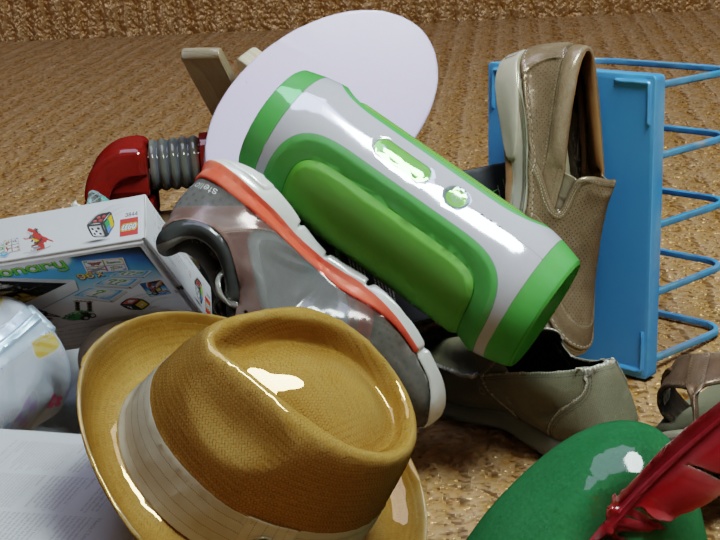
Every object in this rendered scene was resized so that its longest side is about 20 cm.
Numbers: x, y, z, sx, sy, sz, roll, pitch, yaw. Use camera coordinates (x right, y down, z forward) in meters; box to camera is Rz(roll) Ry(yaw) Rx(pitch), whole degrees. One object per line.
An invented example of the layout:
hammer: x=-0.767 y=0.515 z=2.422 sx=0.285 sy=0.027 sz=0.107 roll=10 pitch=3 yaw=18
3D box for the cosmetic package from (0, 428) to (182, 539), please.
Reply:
cosmetic package: x=-0.153 y=0.142 z=0.710 sx=0.148 sy=0.052 sz=0.200 roll=-1 pitch=17 yaw=13

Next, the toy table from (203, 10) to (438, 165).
toy table: x=-0.036 y=-0.109 z=1.113 sx=0.198 sy=0.186 sz=0.117 roll=-26 pitch=-5 yaw=-11

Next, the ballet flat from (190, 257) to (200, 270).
ballet flat: x=-0.125 y=-0.009 z=1.159 sx=0.198 sy=0.077 sz=0.067 roll=-15 pitch=15 yaw=-35

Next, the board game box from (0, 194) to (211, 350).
board game box: x=-0.206 y=0.011 z=0.904 sx=0.197 sy=0.035 sz=0.127 roll=-8 pitch=-28 yaw=10

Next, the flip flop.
flip flop: x=0.204 y=0.071 z=0.820 sx=0.080 sy=0.058 sz=0.199 roll=-12 pitch=5 yaw=35

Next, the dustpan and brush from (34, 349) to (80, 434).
dustpan and brush: x=-0.175 y=0.055 z=0.983 sx=0.138 sy=0.058 sz=0.200 roll=-10 pitch=18 yaw=-19

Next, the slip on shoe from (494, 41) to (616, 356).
slip on shoe: x=0.134 y=-0.047 z=0.924 sx=0.060 sy=0.203 sz=0.076 roll=-10 pitch=-9 yaw=37

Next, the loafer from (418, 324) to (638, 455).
loafer: x=0.100 y=0.061 z=0.894 sx=0.074 sy=0.071 sz=0.199 roll=-15 pitch=20 yaw=-34

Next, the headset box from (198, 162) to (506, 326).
headset box: x=0.000 y=0.000 z=0.986 sx=0.198 sy=0.094 sz=0.174 roll=-13 pitch=-3 yaw=-27

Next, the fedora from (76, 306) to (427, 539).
fedora: x=-0.037 y=0.075 z=0.699 sx=0.199 sy=0.082 sz=0.202 roll=25 pitch=35 yaw=-19

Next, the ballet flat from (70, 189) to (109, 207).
ballet flat: x=-0.248 y=0.006 z=1.014 sx=0.198 sy=0.075 sz=0.074 roll=-31 pitch=15 yaw=6

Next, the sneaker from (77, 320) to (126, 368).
sneaker: x=-0.100 y=0.063 z=0.846 sx=0.198 sy=0.080 sz=0.071 roll=18 pitch=70 yaw=35

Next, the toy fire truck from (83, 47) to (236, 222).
toy fire truck: x=-0.155 y=-0.095 z=1.234 sx=0.173 sy=0.203 sz=0.129 roll=-4 pitch=16 yaw=-3

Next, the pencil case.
pencil case: x=-0.253 y=0.088 z=0.808 sx=0.082 sy=0.092 sz=0.200 roll=30 pitch=34 yaw=16

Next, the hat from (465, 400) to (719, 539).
hat: x=0.106 y=0.079 z=0.641 sx=0.197 sy=0.179 sz=0.166 roll=-6 pitch=17 yaw=-9

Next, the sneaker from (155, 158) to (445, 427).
sneaker: x=-0.039 y=0.030 z=0.825 sx=0.082 sy=0.200 sz=0.077 roll=-46 pitch=-1 yaw=-25

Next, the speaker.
speaker: x=0.027 y=-0.031 z=0.833 sx=0.199 sy=0.089 sz=0.088 roll=36 pitch=28 yaw=12

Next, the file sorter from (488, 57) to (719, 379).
file sorter: x=0.180 y=-0.048 z=1.018 sx=0.138 sy=0.203 sz=0.122 roll=12 pitch=20 yaw=42
